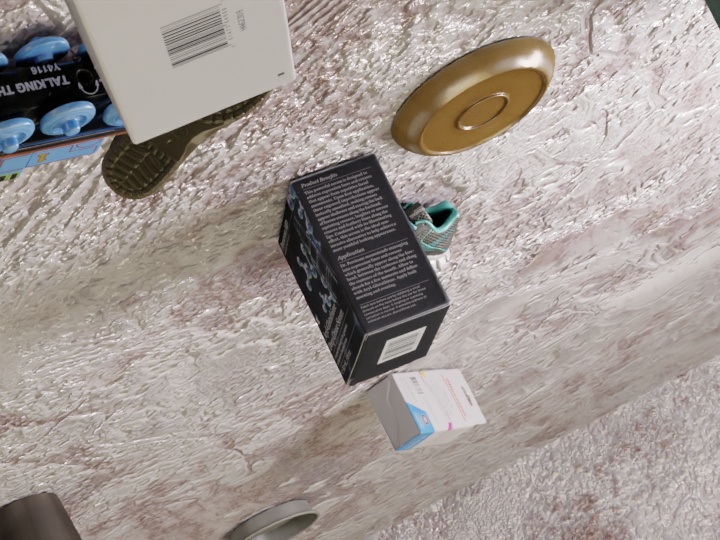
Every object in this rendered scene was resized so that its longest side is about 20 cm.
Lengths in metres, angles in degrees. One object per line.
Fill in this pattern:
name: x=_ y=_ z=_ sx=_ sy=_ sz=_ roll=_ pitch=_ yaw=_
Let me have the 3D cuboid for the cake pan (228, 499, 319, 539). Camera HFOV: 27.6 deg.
cake pan: x=-0.178 y=0.515 z=2.931 sx=0.200 sy=0.037 sz=0.200 roll=-24 pitch=160 yaw=-9

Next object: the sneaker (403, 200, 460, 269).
sneaker: x=0.044 y=-0.047 z=1.794 sx=0.200 sy=0.078 sz=0.091 roll=-12 pitch=140 yaw=-44

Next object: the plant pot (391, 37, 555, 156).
plant pot: x=0.129 y=-0.181 z=1.604 sx=0.200 sy=0.028 sz=0.200 roll=-25 pitch=161 yaw=-9

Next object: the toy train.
toy train: x=-0.252 y=-0.129 z=1.169 sx=0.200 sy=0.087 sz=0.114 roll=-17 pitch=167 yaw=-32

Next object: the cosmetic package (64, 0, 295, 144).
cosmetic package: x=-0.139 y=-0.221 z=0.903 sx=0.123 sy=0.200 sz=0.199 roll=-22 pitch=160 yaw=-6

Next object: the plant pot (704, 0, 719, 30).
plant pot: x=0.460 y=-0.275 z=1.539 sx=0.200 sy=0.196 sz=0.200 roll=-23 pitch=159 yaw=-9

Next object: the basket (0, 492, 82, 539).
basket: x=-0.459 y=0.437 z=2.136 sx=0.136 sy=0.200 sz=0.180 roll=-41 pitch=157 yaw=33

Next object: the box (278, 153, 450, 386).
box: x=0.000 y=0.000 z=1.632 sx=0.107 sy=0.200 sz=0.149 roll=-20 pitch=158 yaw=-17

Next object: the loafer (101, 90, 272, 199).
loafer: x=-0.149 y=-0.148 z=1.273 sx=0.200 sy=0.067 sz=0.076 roll=-40 pitch=117 yaw=2

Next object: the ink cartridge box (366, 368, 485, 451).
ink cartridge box: x=0.114 y=0.234 z=2.488 sx=0.068 sy=0.115 sz=0.200 roll=-39 pitch=157 yaw=31
